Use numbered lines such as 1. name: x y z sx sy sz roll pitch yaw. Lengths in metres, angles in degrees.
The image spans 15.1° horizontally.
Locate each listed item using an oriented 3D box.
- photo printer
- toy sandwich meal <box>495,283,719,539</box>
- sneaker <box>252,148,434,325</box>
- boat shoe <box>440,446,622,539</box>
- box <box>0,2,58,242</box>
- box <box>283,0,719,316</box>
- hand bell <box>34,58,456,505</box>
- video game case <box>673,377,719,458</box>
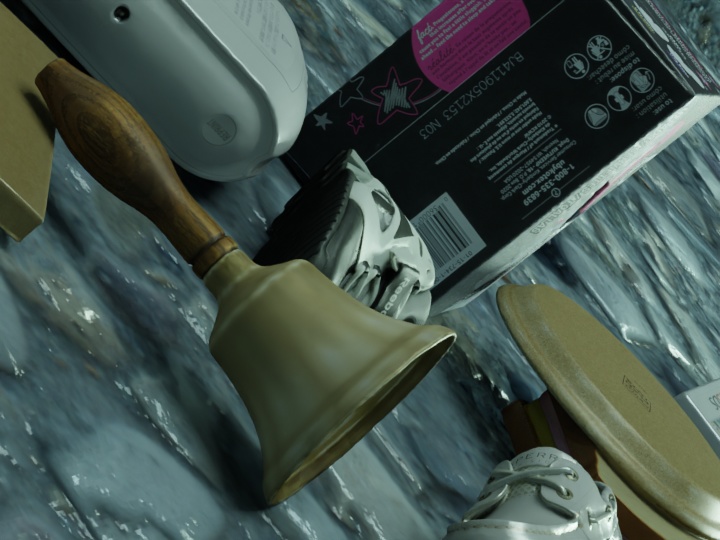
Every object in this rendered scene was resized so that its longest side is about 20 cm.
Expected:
1. photo printer: -0.104 -0.137 1.336 0.200 0.069 0.166 47 15 -17
2. toy sandwich meal: 0.129 0.094 1.482 0.205 0.070 0.205 44 13 -12
3. sneaker: 0.000 0.000 1.305 0.089 0.074 0.200 47 16 -5
4. boat shoe: 0.077 0.114 1.227 0.200 0.071 0.069 24 69 -74
5. box: -0.200 -0.115 1.099 0.200 0.021 0.164 45 17 -22
6. box: 0.080 -0.082 1.487 0.132 0.200 0.115 53 16 7
7. hand bell: -0.065 -0.011 1.119 0.200 0.104 0.104 48 15 8
8. video game case: 0.295 0.161 1.873 0.200 0.024 0.182 54 16 9
